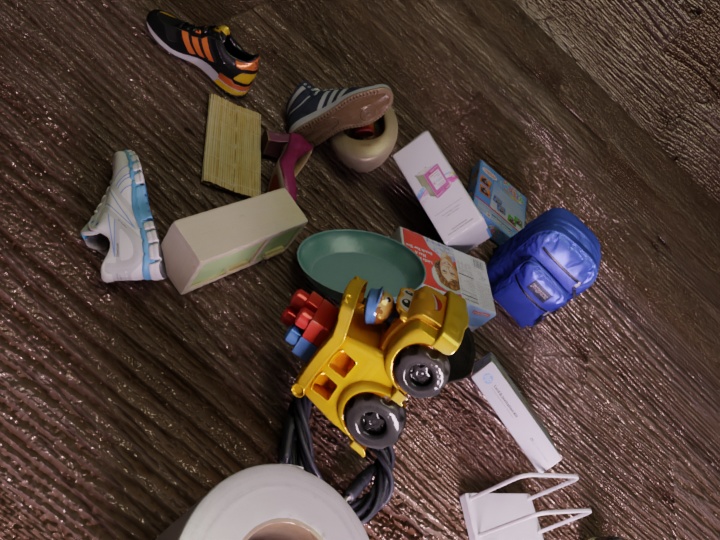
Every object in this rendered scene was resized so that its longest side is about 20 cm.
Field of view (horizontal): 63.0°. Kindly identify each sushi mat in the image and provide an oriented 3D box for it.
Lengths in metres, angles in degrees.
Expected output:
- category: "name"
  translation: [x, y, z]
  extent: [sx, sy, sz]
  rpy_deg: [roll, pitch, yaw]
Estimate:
- category: "sushi mat"
  translation: [-0.202, -0.198, 0.936]
  extent: [0.094, 0.012, 0.204]
  rpy_deg: [19, 48, -31]

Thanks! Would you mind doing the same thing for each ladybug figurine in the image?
- category: "ladybug figurine"
  translation: [0.003, -0.258, 1.099]
  extent: [0.132, 0.073, 0.204]
  rpy_deg: [0, 53, 0]

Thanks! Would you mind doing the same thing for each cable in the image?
- category: "cable"
  translation: [-0.022, 0.205, 0.731]
  extent: [0.161, 0.051, 0.203]
  rpy_deg: [27, 42, -20]

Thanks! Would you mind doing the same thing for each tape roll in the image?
- category: "tape roll"
  translation: [-0.097, 0.297, 0.523]
  extent: [0.199, 0.139, 0.206]
  rpy_deg: [22, 46, -25]

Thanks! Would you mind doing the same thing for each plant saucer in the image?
- category: "plant saucer"
  translation: [0.000, 0.000, 0.880]
  extent: [0.195, 0.037, 0.201]
  rpy_deg: [8, 30, -4]

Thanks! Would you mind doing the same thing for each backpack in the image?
- category: "backpack"
  translation: [0.351, 0.002, 1.109]
  extent: [0.162, 0.200, 0.169]
  rpy_deg: [39, 40, -7]

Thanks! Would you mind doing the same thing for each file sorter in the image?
- category: "file sorter"
  translation: [0.240, 0.378, 0.761]
  extent: [0.136, 0.125, 0.204]
  rpy_deg: [14, 49, -32]

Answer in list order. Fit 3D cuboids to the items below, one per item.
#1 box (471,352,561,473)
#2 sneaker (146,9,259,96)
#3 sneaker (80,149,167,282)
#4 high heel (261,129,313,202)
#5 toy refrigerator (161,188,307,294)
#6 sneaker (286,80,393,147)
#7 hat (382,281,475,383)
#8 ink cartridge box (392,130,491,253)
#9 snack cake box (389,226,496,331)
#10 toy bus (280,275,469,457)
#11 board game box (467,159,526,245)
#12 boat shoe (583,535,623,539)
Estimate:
- category: "box"
  translation: [0.228, 0.203, 0.883]
  extent: [0.157, 0.041, 0.200]
  rpy_deg: [55, 9, 11]
- category: "sneaker"
  translation: [-0.257, -0.386, 0.982]
  extent: [0.198, 0.090, 0.071]
  rpy_deg: [35, 41, -14]
- category: "sneaker"
  translation: [-0.295, -0.069, 0.710]
  extent: [0.085, 0.076, 0.202]
  rpy_deg: [-13, 54, -18]
- category: "high heel"
  translation: [-0.101, -0.151, 0.941]
  extent: [0.094, 0.068, 0.204]
  rpy_deg: [8, 51, -29]
- category: "toy refrigerator"
  translation: [-0.166, -0.042, 0.791]
  extent: [0.070, 0.076, 0.199]
  rpy_deg: [52, 40, 8]
- category: "sneaker"
  translation: [-0.044, -0.299, 1.040]
  extent: [0.070, 0.196, 0.110]
  rpy_deg: [59, 10, -52]
- category: "hat"
  translation: [0.066, 0.112, 0.862]
  extent: [0.196, 0.082, 0.203]
  rpy_deg: [15, 37, -12]
- category: "ink cartridge box"
  translation: [0.155, -0.140, 1.103]
  extent: [0.203, 0.084, 0.144]
  rpy_deg: [63, 12, 17]
- category: "snack cake box"
  translation: [0.132, 0.018, 1.008]
  extent: [0.197, 0.067, 0.117]
  rpy_deg: [20, 48, -27]
- category: "toy bus"
  translation: [0.003, 0.078, 0.683]
  extent: [0.191, 0.201, 0.136]
  rpy_deg: [37, 27, -2]
- category: "board game box"
  translation: [0.305, -0.144, 1.315]
  extent: [0.150, 0.037, 0.202]
  rpy_deg: [36, 42, -12]
- category: "boat shoe"
  translation: [0.358, 0.477, 0.827]
  extent: [0.072, 0.065, 0.203]
  rpy_deg: [26, 45, -24]
